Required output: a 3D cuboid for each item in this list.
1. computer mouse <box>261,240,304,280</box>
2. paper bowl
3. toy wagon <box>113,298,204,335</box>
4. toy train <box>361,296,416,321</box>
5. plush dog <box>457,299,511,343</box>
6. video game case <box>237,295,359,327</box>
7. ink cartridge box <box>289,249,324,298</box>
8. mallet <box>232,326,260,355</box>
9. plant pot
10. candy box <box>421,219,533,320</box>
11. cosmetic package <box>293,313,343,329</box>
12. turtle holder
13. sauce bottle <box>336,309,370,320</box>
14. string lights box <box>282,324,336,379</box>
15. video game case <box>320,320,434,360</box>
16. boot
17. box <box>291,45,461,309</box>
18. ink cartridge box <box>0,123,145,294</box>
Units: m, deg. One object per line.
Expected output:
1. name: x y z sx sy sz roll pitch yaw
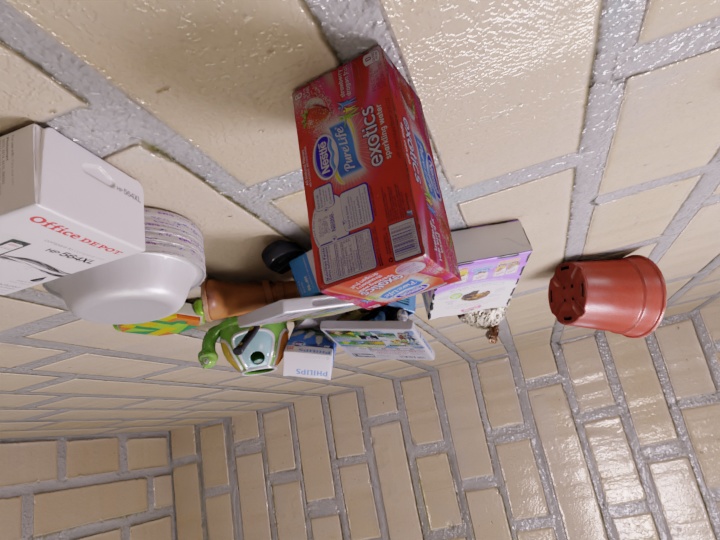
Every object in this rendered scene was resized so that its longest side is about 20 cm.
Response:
1. computer mouse: -0.111 -0.016 0.880 0.058 0.034 0.200 -36 164 4
2. paper bowl: -0.306 0.005 0.700 0.198 0.106 0.201 -9 161 -3
3. toy wagon: -0.366 0.092 1.027 0.154 0.040 0.200 -19 160 23
4. toy train: 0.050 0.103 1.180 0.086 0.115 0.200 18 153 -19
5. plush dog: 0.231 0.064 1.170 0.170 0.162 0.200 18 157 -1
6. video game case: -0.082 0.061 0.858 0.180 0.023 0.199 -5 171 -32
7. ink cartridge box: 0.005 -0.023 0.815 0.199 0.069 0.116 -25 171 31
8. mallet: -0.185 0.100 1.004 0.065 0.042 0.200 -16 -162 9
9. plant pot: 0.570 0.057 1.262 0.193 0.203 0.201 3 159 -15
10. candy box: 0.205 0.005 0.987 0.166 0.072 0.201 -10 149 -5
11. cosmetic package: -0.078 0.073 1.123 0.082 0.051 0.200 0 159 -24
12. turtle holder: -0.242 0.153 1.133 0.184 0.133 0.141 1 159 -33
13. sauce bottle: 0.001 0.062 1.120 0.064 0.065 0.200 -2 158 -25
14. string lights box: -0.105 0.168 1.182 0.101 0.060 0.200 5 -164 0
15. video game case: 0.040 0.148 1.118 0.198 0.022 0.183 -2 152 22
16. boot: -0.184 0.049 0.928 0.153 0.078 0.200 -6 168 3
17. box: 0.012 -0.078 0.480 0.099 0.202 0.095 -19 158 23
18. ink cartridge box: -0.346 -0.050 0.540 0.198 0.085 0.146 -15 162 14
